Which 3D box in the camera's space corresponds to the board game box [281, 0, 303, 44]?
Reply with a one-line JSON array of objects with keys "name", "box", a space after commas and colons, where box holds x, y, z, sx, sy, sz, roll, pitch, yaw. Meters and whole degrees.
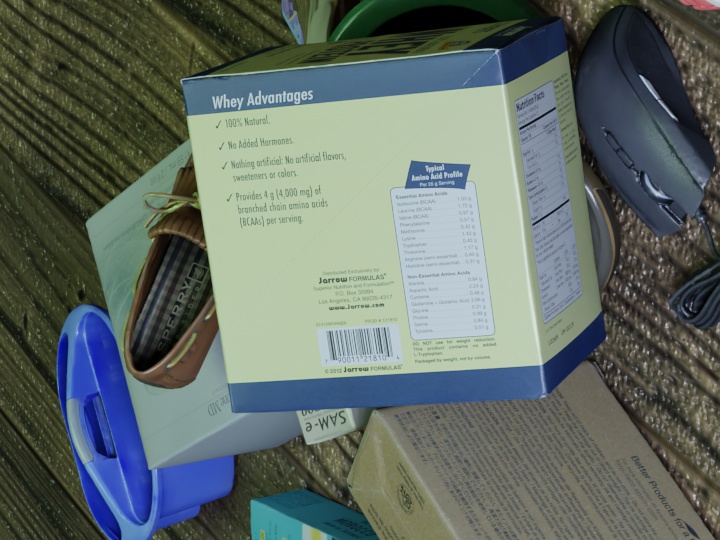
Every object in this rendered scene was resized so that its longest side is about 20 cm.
[{"name": "board game box", "box": [-0.017, -0.181, 1.780, 0.200, 0.039, 0.158, 62, 144, 27]}]

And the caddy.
[{"name": "caddy", "box": [-0.184, 0.121, 2.061, 0.141, 0.105, 0.201, -39, 65, 56]}]

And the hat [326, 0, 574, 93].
[{"name": "hat", "box": [0.054, -0.143, 1.665, 0.176, 0.165, 0.200, -89, 24, -66]}]

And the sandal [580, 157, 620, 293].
[{"name": "sandal", "box": [0.099, 0.011, 1.601, 0.082, 0.055, 0.200, 43, 132, 16]}]

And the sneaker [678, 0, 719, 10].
[{"name": "sneaker", "box": [0.205, -0.240, 1.386, 0.082, 0.078, 0.201, 11, 116, 53]}]

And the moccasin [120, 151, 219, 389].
[{"name": "moccasin", "box": [-0.111, -0.020, 1.726, 0.073, 0.078, 0.202, 26, 87, 12]}]

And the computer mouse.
[{"name": "computer mouse", "box": [0.180, -0.076, 1.480, 0.140, 0.046, 0.201, -44, 60, 54]}]

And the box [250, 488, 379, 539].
[{"name": "box", "box": [-0.009, 0.222, 1.857, 0.200, 0.049, 0.083, 16, 111, 56]}]

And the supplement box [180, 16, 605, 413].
[{"name": "supplement box", "box": [0.022, -0.033, 1.511, 0.199, 0.134, 0.201, -4, 101, 21]}]

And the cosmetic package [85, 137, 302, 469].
[{"name": "cosmetic package", "box": [-0.089, 0.020, 1.871, 0.199, 0.123, 0.201, -32, 71, 56]}]

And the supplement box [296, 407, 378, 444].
[{"name": "supplement box", "box": [0.000, 0.000, 1.698, 0.073, 0.126, 0.201, -23, 84, 58]}]

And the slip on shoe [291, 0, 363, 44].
[{"name": "slip on shoe", "box": [-0.015, -0.174, 1.694, 0.061, 0.076, 0.201, -23, 63, 46]}]

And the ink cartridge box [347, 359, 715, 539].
[{"name": "ink cartridge box", "box": [0.111, 0.160, 1.537, 0.200, 0.164, 0.075, 57, 143, 35]}]
